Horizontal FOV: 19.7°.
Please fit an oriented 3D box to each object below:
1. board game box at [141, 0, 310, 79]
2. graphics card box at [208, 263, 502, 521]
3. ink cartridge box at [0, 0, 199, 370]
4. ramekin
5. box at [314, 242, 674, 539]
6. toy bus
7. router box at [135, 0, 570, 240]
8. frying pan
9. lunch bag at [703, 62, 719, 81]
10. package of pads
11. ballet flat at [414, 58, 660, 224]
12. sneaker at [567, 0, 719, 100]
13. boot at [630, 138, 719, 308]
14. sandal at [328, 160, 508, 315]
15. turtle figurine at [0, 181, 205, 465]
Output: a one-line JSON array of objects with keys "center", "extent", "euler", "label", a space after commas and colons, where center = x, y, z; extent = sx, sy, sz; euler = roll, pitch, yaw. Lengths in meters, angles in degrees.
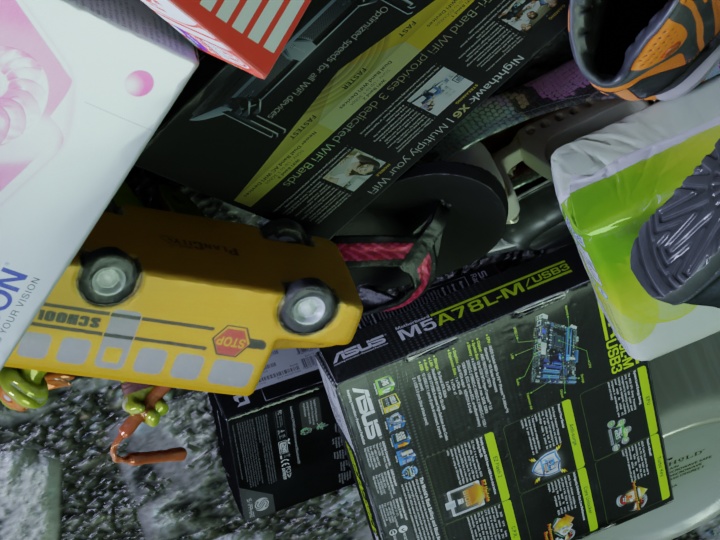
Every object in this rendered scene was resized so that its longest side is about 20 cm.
[{"center": [-0.042, -0.199, 0.825], "extent": [0.151, 0.046, 0.201], "euler": [34, 85, -52], "label": "board game box"}, {"center": [0.006, 0.078, 1.307], "extent": [0.199, 0.051, 0.126], "euler": [-20, 145, -10], "label": "graphics card box"}, {"center": [-0.202, -0.060, 0.887], "extent": [0.199, 0.043, 0.197], "euler": [22, 118, -29], "label": "ink cartridge box"}, {"center": [0.198, 0.113, 1.440], "extent": [0.201, 0.095, 0.203], "euler": [-17, 146, -12], "label": "ramekin"}, {"center": [0.087, 0.097, 1.274], "extent": [0.192, 0.048, 0.201], "euler": [-24, 127, -8], "label": "box"}, {"center": [-0.103, 0.013, 1.044], "extent": [0.199, 0.065, 0.079], "euler": [9, 121, -25], "label": "toy bus"}, {"center": [-0.007, -0.112, 1.040], "extent": [0.200, 0.052, 0.157], "euler": [-41, 144, 21], "label": "router box"}, {"center": [0.095, -0.029, 1.211], "extent": [0.189, 0.031, 0.115], "euler": [-19, 167, -16], "label": "frying pan"}, {"center": [0.264, -0.143, 1.151], "extent": [0.159, 0.077, 0.201], "euler": [-12, 145, -18], "label": "lunch bag"}, {"center": [0.213, -0.041, 1.129], "extent": [0.199, 0.069, 0.155], "euler": [-23, 144, 5], "label": "package of pads"}, {"center": [0.093, -0.067, 1.148], "extent": [0.199, 0.071, 0.069], "euler": [-25, 145, 0], "label": "ballet flat"}, {"center": [0.174, -0.166, 1.013], "extent": [0.201, 0.077, 0.112], "euler": [-60, 158, 17], "label": "sneaker"}, {"center": [0.260, -0.023, 1.060], "extent": [0.199, 0.066, 0.165], "euler": [16, 138, -35], "label": "boot"}, {"center": [0.000, 0.000, 1.145], "extent": [0.199, 0.045, 0.075], "euler": [-25, 128, 32], "label": "sandal"}, {"center": [-0.148, 0.024, 1.119], "extent": [0.199, 0.065, 0.162], "euler": [25, 113, -31], "label": "turtle figurine"}]
